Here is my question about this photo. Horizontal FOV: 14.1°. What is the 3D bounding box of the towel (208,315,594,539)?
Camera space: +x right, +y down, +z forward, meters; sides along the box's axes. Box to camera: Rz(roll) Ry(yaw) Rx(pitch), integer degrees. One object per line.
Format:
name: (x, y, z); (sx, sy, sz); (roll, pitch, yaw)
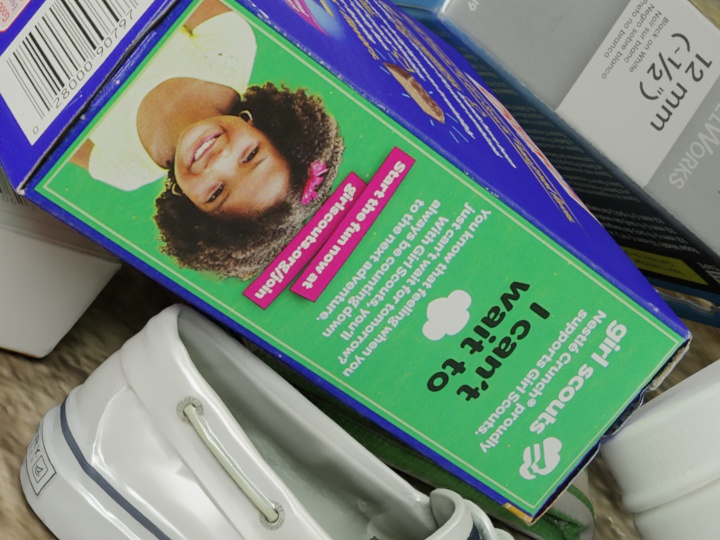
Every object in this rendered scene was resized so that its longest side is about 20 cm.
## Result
towel: (0.000, 0.000, 0.940); (0.152, 0.023, 0.200); (27, 25, -30)

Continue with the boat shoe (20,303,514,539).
boat shoe: (0.009, 0.087, 0.737); (0.200, 0.067, 0.074); (35, 24, -12)

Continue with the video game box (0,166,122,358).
video game box: (-0.177, -0.071, 0.764); (0.200, 0.047, 0.182); (18, 33, -42)

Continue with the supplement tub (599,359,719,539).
supplement tub: (0.168, 0.104, 0.810); (0.200, 0.132, 0.132); (61, 25, 3)

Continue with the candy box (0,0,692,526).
candy box: (-0.025, -0.042, 0.792); (0.200, 0.077, 0.169); (33, 14, -37)

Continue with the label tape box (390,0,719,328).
label tape box: (0.078, -0.056, 1.000); (0.200, 0.066, 0.143); (37, -9, -26)
